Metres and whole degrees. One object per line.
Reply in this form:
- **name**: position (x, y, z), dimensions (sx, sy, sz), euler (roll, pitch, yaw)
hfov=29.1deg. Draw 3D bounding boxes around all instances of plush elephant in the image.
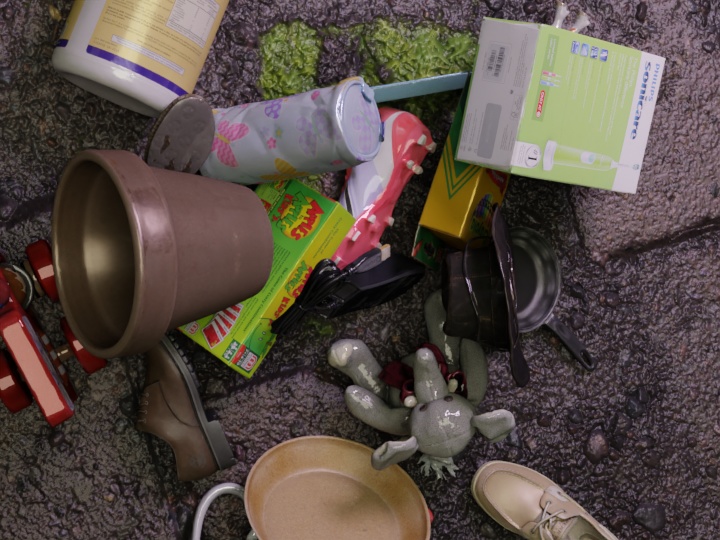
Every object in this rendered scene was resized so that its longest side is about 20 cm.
- **plush elephant**: position (0.072, 0.134, 1.453), dimensions (0.164, 0.155, 0.201), euler (-19, 92, -9)

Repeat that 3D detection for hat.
- **hat**: position (0.120, 0.031, 1.409), dimensions (0.080, 0.201, 0.202), euler (-9, 91, 9)

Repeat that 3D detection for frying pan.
- **frying pan**: position (0.200, 0.025, 1.537), dimensions (0.189, 0.031, 0.116), euler (27, 75, -29)

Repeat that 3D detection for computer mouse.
- **computer mouse**: position (0.000, 0.000, 1.430), dimensions (0.199, 0.140, 0.046), euler (-18, 71, -40)

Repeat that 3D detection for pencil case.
- **pencil case**: position (-0.077, -0.140, 1.419), dimensions (0.199, 0.083, 0.091), euler (-10, 74, 30)

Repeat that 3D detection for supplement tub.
- **supplement tub**: position (-0.214, -0.269, 1.415), dimensions (0.145, 0.145, 0.201), euler (23, 86, -8)

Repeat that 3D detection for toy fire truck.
- **toy fire truck**: position (-0.336, 0.055, 1.382), dimensions (0.112, 0.168, 0.201), euler (-26, 94, -8)

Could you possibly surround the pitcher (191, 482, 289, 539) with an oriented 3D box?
- **pitcher**: position (-0.143, 0.338, 1.450), dimensions (0.171, 0.121, 0.200), euler (39, 73, 13)

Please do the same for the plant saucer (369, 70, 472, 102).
- **plant saucer**: position (0.030, -0.191, 1.492), dimensions (0.199, 0.070, 0.019), euler (-10, 99, -9)

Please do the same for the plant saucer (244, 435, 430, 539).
- **plant saucer**: position (-0.027, 0.258, 1.448), dimensions (0.199, 0.201, 0.036), euler (11, 129, -9)

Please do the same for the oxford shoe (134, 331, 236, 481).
- **oxford shoe**: position (-0.206, 0.130, 1.453), dimensions (0.084, 0.073, 0.201), euler (-24, 93, -6)

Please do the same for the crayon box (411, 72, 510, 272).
- **crayon box**: position (0.118, -0.094, 1.476), dimensions (0.051, 0.127, 0.201), euler (18, 88, 18)

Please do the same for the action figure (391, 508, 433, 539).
- **action figure**: position (0.040, 0.353, 1.496), dimensions (0.099, 0.065, 0.201), euler (30, 86, -1)

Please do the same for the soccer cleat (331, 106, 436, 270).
- **soccer cleat**: position (0.004, -0.083, 1.499), dimensions (0.076, 0.067, 0.201), euler (34, 93, 29)

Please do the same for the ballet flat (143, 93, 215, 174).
- **ballet flat**: position (-0.195, -0.099, 1.424), dimensions (0.067, 0.046, 0.201), euler (3, 128, -20)

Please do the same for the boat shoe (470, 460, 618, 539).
- **boat shoe**: position (0.212, 0.275, 1.522), dimensions (0.200, 0.065, 0.072), euler (36, 85, -7)

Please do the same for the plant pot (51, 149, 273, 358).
- **plant pot**: position (-0.184, -0.023, 1.354), dimensions (0.174, 0.200, 0.202), euler (-7, 91, -34)

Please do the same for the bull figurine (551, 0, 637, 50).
- **bull figurine**: position (0.225, -0.217, 1.521), dimensions (0.199, 0.065, 0.122), euler (32, 96, -14)

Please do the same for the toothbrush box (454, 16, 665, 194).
- **toothbrush box**: position (0.204, -0.164, 1.406), dimensions (0.199, 0.086, 0.147), euler (4, 100, -41)

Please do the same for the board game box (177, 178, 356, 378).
- **board game box**: position (-0.104, 0.000, 1.455), dimensions (0.101, 0.048, 0.201), euler (31, 84, 32)
